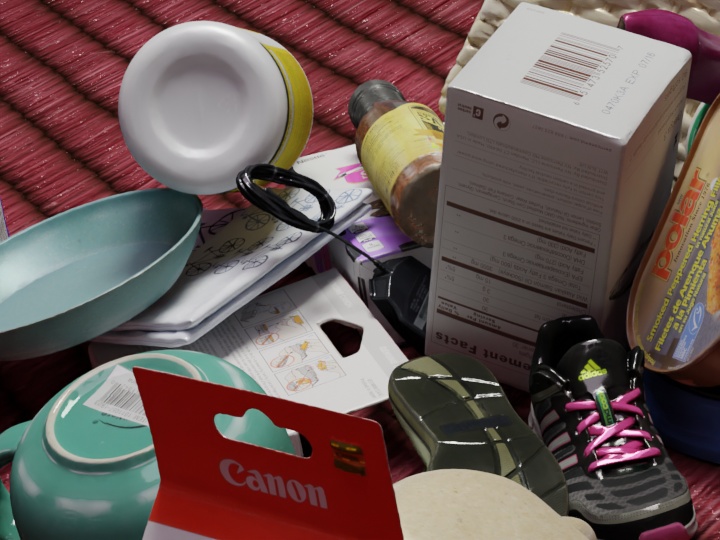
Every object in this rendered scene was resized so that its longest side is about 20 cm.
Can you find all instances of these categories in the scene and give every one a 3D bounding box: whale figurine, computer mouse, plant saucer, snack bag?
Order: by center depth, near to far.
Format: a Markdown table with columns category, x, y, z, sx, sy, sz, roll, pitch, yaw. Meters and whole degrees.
| category | x | y | z | sx | sy | sz | roll | pitch | yaw |
| --- | --- | --- | --- | --- | --- | --- | --- | --- | --- |
| whale figurine | 0.082 | 0.183 | 1.229 | 0.199 | 0.104 | 0.159 | 23 | 31 | 10 |
| computer mouse | 0.000 | 0.000 | 1.582 | 0.034 | 0.200 | 0.059 | -46 | 9 | 43 |
| plant saucer | -0.189 | 0.008 | 1.615 | 0.199 | 0.036 | 0.200 | -20 | 21 | 8 |
| snack bag | -0.115 | -0.005 | 1.654 | 0.199 | 0.022 | 0.188 | 0 | 29 | 47 |

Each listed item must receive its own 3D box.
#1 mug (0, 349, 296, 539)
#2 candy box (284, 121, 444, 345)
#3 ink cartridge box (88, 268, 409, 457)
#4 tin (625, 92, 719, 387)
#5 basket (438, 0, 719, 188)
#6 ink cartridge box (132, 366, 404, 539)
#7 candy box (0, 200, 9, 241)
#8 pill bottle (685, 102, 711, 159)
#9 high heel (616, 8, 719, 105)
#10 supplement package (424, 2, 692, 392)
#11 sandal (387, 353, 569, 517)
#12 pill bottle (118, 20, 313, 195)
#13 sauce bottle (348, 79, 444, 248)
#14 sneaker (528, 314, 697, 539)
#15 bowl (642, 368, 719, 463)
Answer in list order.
| category | x | y | z | sx | sy | sz | roll | pitch | yaw |
| --- | --- | --- | --- | --- | --- | --- | --- | --- | --- |
| mug | -0.123 | 0.119 | 1.313 | 0.184 | 0.115 | 0.152 | -17 | 35 | 0 |
| candy box | 0.051 | -0.032 | 1.719 | 0.166 | 0.072 | 0.200 | -15 | 25 | -12 |
| ink cartridge box | -0.066 | 0.076 | 1.553 | 0.175 | 0.045 | 0.200 | -16 | 25 | -11 |
| tin | 0.220 | -0.028 | 1.436 | 0.042 | 0.201 | 0.112 | 25 | -2 | -31 |
| basket | 0.181 | -0.160 | 1.693 | 0.199 | 0.199 | 0.161 | 28 | 15 | 11 |
| ink cartridge box | -0.047 | 0.155 | 1.176 | 0.159 | 0.202 | 0.047 | 10 | 31 | 38 |
| candy box | -0.358 | 0.011 | 1.769 | 0.198 | 0.078 | 0.169 | -7 | 25 | 2 |
| pill bottle | 0.278 | -0.047 | 1.520 | 0.112 | 0.114 | 0.200 | -12 | 24 | -6 |
| high heel | 0.155 | -0.077 | 1.564 | 0.095 | 0.200 | 0.068 | 13 | 39 | -33 |
| supplement package | 0.118 | -0.038 | 1.511 | 0.117 | 0.201 | 0.117 | 18 | 39 | 18 |
| sandal | 0.065 | 0.116 | 1.397 | 0.079 | 0.058 | 0.201 | -3 | 29 | -10 |
| pill bottle | -0.091 | -0.108 | 1.675 | 0.111 | 0.113 | 0.200 | -6 | 2 | 7 |
| sauce bottle | 0.031 | -0.079 | 1.662 | 0.065 | 0.066 | 0.200 | -13 | 27 | -8 |
| sneaker | 0.135 | 0.087 | 1.399 | 0.073 | 0.088 | 0.200 | -11 | 25 | -5 |
| bowl | 0.262 | 0.054 | 1.491 | 0.199 | 0.040 | 0.201 | -7 | 24 | 3 |
